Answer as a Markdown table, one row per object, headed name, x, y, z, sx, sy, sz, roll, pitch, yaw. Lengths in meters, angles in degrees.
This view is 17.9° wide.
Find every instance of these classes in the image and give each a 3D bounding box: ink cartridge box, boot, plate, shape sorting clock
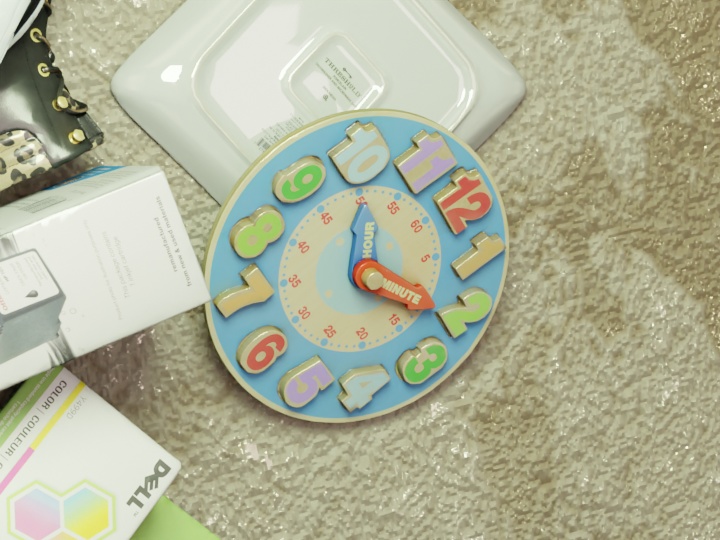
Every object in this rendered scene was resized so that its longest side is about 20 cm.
| name | x | y | z | sx | sy | sz | roll | pitch | yaw |
| --- | --- | --- | --- | --- | --- | --- | --- | --- | --- |
| ink cartridge box | -0.203 | 0.013 | 1.276 | 0.199 | 0.146 | 0.086 | -25 | 100 | -17 |
| boot | -0.188 | -0.138 | 1.317 | 0.199 | 0.073 | 0.151 | -27 | 98 | -13 |
| plate | -0.019 | -0.113 | 1.398 | 0.200 | 0.032 | 0.200 | 46 | 78 | -15 |
| ink cartridge box | -0.151 | 0.171 | 1.307 | 0.200 | 0.076 | 0.148 | 39 | 68 | -6 |
| shape sorting clock | 0.000 | 0.000 | 1.377 | 0.199 | 0.039 | 0.201 | -9 | 111 | -24 |

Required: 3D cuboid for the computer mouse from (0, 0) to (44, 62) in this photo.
| name | x | y | z | sx | sy | sz | roll | pitch | yaw |
| --- | --- | --- | --- | --- | --- | --- | --- | --- | --- |
| computer mouse | -0.241 | -0.114 | 1.253 | 0.109 | 0.044 | 0.201 | 32 | 89 | -7 |
